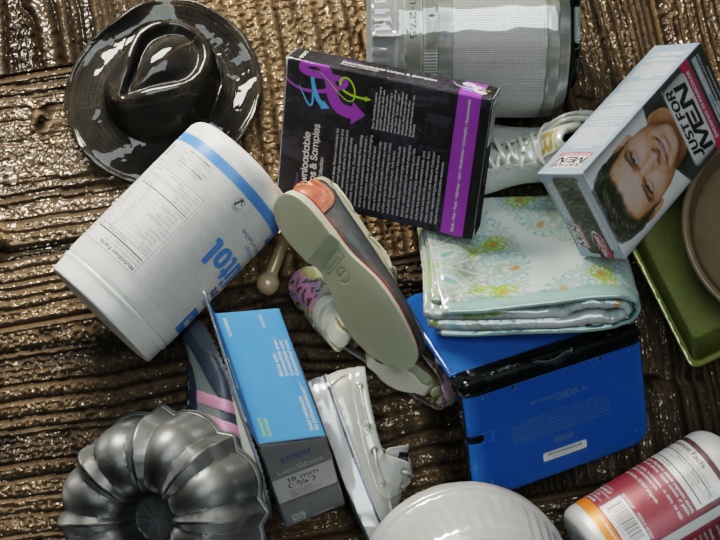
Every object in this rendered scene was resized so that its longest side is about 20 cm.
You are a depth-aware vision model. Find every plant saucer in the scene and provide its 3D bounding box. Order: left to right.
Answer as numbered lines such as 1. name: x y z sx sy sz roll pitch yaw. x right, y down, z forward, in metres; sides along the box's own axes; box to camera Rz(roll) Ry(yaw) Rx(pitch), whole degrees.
1. plant saucer: 0.356 -0.029 1.649 0.199 0.048 0.201 -23 79 -10
2. plant saucer: 0.401 -0.038 1.616 0.199 0.029 0.201 1 76 -4

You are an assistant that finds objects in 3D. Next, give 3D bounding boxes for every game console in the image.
1. game console: 0.156 0.096 1.608 0.199 0.118 0.172 -15 109 -24

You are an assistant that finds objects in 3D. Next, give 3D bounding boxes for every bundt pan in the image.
1. bundt pan: -0.187 0.226 1.534 0.201 0.076 0.203 0 91 17

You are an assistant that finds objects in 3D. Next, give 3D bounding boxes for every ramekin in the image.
1. ramekin: 0.101 0.297 1.513 0.201 0.094 0.204 -2 102 -8

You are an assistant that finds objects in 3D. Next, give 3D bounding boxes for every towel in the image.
1. towel: 0.153 -0.010 1.599 0.199 0.048 0.172 -2 40 -2

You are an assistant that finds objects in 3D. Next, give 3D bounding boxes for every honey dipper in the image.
1. honey dipper: -0.060 -0.071 1.658 0.038 0.038 0.201 20 79 3

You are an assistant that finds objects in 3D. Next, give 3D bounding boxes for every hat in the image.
1. hat: -0.195 -0.184 1.657 0.199 0.081 0.202 0 78 -2

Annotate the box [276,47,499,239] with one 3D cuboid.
1. box: 0.022 -0.119 1.582 0.199 0.036 0.144 13 118 11

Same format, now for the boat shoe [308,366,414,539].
1. boat shoe: 0.016 0.185 1.575 0.069 0.071 0.201 -21 88 -4

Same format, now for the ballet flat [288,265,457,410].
1. ballet flat: 0.012 0.066 1.607 0.199 0.071 0.069 33 123 3

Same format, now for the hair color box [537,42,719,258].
1. hair color box: 0.259 -0.112 1.569 0.200 0.060 0.099 -46 119 -27

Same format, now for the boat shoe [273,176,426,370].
1. boat shoe: 0.000 0.000 1.566 0.200 0.071 0.062 53 41 7

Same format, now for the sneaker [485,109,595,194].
1. sneaker: 0.154 -0.118 1.615 0.199 0.116 0.074 -6 80 -15

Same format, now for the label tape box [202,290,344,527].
1. label tape box: -0.074 0.117 1.511 0.063 0.200 0.145 -19 56 -4

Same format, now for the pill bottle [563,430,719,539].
1. pill bottle: 0.297 0.221 1.563 0.199 0.113 0.113 -29 80 -8

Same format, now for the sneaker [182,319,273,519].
1. sneaker: -0.147 0.148 1.590 0.082 0.070 0.201 -18 77 -6

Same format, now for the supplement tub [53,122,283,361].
1. supplement tub: -0.175 -0.028 1.597 0.132 0.132 0.200 42 81 7

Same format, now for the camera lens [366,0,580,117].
1. camera lens: 0.106 -0.227 1.634 0.199 0.160 0.161 -1 77 -1
